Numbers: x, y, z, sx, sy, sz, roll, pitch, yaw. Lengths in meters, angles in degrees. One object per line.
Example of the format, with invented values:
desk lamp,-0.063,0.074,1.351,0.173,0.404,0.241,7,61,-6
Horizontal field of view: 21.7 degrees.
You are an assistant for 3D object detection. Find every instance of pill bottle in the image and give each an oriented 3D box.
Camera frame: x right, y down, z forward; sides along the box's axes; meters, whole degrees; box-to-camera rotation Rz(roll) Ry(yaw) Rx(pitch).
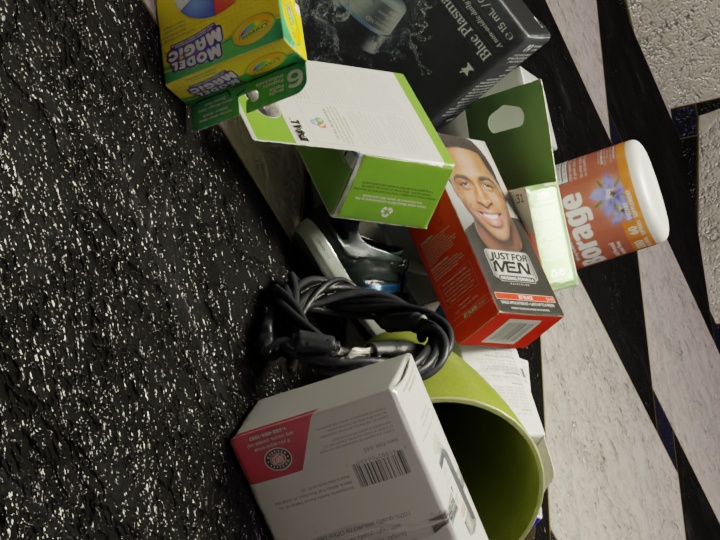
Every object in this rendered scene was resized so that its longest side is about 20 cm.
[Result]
pill bottle,0.214,-0.055,1.973,0.112,0.198,0.113,-18,90,-74

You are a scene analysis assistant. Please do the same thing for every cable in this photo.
cable,0.001,0.043,1.593,0.200,0.161,0.051,-67,162,-73

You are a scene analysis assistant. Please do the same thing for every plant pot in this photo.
plant pot,0.049,0.139,1.636,0.200,0.186,0.188,-105,169,-61

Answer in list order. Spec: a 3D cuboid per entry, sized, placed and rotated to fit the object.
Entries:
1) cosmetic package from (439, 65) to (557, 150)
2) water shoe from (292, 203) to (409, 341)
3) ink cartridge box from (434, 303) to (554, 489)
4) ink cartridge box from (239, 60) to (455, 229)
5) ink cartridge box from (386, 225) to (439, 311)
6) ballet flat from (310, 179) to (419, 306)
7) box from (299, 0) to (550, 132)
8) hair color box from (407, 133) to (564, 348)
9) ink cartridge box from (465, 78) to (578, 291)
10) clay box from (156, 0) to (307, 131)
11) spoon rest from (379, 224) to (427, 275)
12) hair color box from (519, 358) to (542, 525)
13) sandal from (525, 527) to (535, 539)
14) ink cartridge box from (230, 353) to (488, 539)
cosmetic package,0.097,-0.143,1.976,0.107,0.198,0.091,11,62,-74
water shoe,0.020,0.018,1.732,0.200,0.079,0.071,52,-7,-28
ink cartridge box,0.107,0.140,1.762,0.067,0.116,0.201,5,47,-24
ink cartridge box,-0.036,-0.119,1.680,0.198,0.076,0.148,5,37,-28
ink cartridge box,0.067,-0.018,1.956,0.200,0.083,0.147,18,56,-69
ballet flat,0.000,0.000,1.784,0.064,0.067,0.201,-50,123,-34
box,0.044,-0.241,1.838,0.197,0.200,0.117,52,17,4
hair color box,0.104,-0.029,1.760,0.101,0.061,0.201,5,54,-47
ink cartridge box,0.140,-0.074,1.845,0.048,0.145,0.202,-12,91,-30
clay box,-0.112,-0.225,1.573,0.048,0.114,0.202,42,34,-56
spoon rest,0.015,-0.061,1.808,0.200,0.061,0.099,40,-7,-11
hair color box,0.115,0.168,1.880,0.108,0.065,0.201,19,42,-21
sandal,0.119,0.273,1.898,0.082,0.054,0.200,61,34,-13
ink cartridge box,0.007,0.185,1.479,0.085,0.144,0.202,-57,127,-67
